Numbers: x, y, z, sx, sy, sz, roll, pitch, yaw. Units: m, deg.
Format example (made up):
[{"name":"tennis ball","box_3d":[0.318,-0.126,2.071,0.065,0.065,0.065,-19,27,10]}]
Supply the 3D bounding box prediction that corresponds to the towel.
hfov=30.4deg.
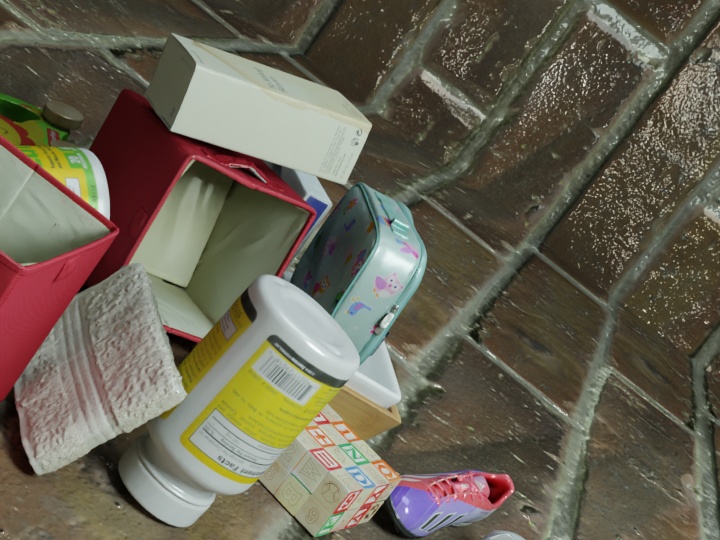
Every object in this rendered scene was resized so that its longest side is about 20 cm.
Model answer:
[{"name":"towel","box_3d":[-0.218,0.073,1.079,0.035,0.132,0.200,63,-3,-35]}]

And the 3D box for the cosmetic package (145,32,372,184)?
[{"name":"cosmetic package","box_3d":[-0.101,-0.159,1.316,0.199,0.073,0.104,16,19,-32]}]

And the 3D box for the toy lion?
[{"name":"toy lion","box_3d":[-0.404,-0.153,1.469,0.191,0.069,0.200,22,20,-24]}]

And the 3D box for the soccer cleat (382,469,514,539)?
[{"name":"soccer cleat","box_3d":[0.091,0.234,1.372,0.200,0.073,0.068,13,53,-59]}]

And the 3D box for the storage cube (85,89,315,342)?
[{"name":"storage cube","box_3d":[-0.189,-0.050,1.360,0.171,0.200,0.180,23,14,-41]}]

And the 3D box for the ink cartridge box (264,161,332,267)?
[{"name":"ink cartridge box","box_3d":[-0.127,-0.054,1.510,0.041,0.200,0.200,26,19,-32]}]

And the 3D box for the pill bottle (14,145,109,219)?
[{"name":"pill bottle","box_3d":[-0.333,-0.055,1.165,0.199,0.111,0.111,-2,37,-36]}]

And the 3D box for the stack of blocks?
[{"name":"stack of blocks","box_3d":[-0.068,0.161,1.284,0.200,0.059,0.115,43,16,21]}]

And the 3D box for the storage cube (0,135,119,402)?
[{"name":"storage cube","box_3d":[-0.316,0.002,0.969,0.171,0.180,0.200,38,14,2]}]

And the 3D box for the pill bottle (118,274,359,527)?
[{"name":"pill bottle","box_3d":[-0.103,0.110,1.071,0.111,0.200,0.111,41,11,-10]}]

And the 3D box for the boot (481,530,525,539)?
[{"name":"boot","box_3d":[0.185,0.342,1.322,0.200,0.074,0.095,34,19,23]}]

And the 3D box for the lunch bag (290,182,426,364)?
[{"name":"lunch bag","box_3d":[0.000,0.000,1.406,0.077,0.161,0.200,30,17,-21]}]

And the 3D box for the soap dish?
[{"name":"soap dish","box_3d":[-0.043,0.097,1.485,0.157,0.081,0.200,31,16,-21]}]
